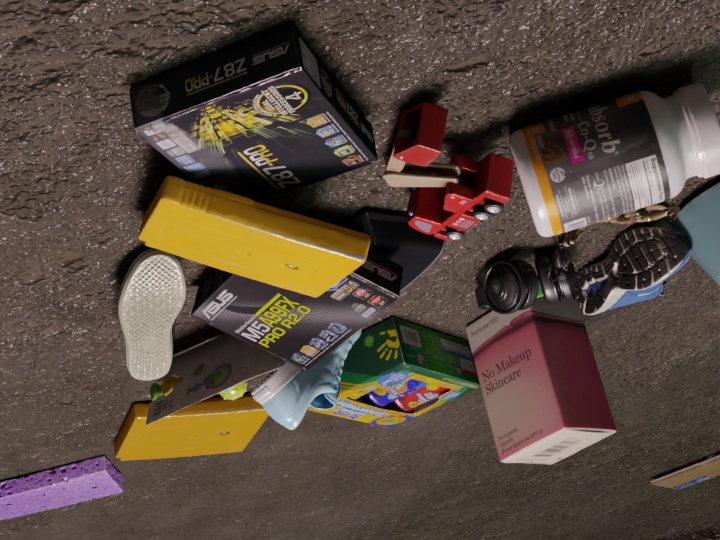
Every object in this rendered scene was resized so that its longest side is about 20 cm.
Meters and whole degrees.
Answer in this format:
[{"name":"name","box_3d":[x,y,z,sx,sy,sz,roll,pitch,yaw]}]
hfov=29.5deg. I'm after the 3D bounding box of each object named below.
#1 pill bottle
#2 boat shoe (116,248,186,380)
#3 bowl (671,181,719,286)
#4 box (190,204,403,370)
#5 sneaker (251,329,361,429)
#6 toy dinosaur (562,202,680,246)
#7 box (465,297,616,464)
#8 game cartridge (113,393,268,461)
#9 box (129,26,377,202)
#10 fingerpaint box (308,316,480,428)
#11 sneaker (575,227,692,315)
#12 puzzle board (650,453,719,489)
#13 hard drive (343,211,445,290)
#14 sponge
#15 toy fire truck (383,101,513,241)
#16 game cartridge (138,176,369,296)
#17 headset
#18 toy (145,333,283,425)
[{"name":"pill bottle","box_3d":[0.259,-0.115,1.383,0.199,0.117,0.116,-18,156,7]},{"name":"boat shoe","box_3d":[-0.235,0.041,1.525,0.074,0.062,0.200,-2,139,-13]},{"name":"bowl","box_3d":[0.495,-0.041,1.673,0.200,0.105,0.201,-15,156,-7]},{"name":"box","box_3d":[-0.073,0.024,1.521,0.160,0.044,0.200,27,139,-22]},{"name":"sneaker","box_3d":[-0.052,0.131,1.699,0.200,0.082,0.074,-39,-177,-42]},{"name":"toy dinosaur","box_3d":[0.319,-0.075,1.599,0.200,0.058,0.101,-13,177,-35]},{"name":"box","box_3d":[0.239,0.145,1.831,0.109,0.201,0.128,8,148,-40]},{"name":"game cartridge","box_3d":[-0.243,0.225,1.961,0.199,0.033,0.176,-1,153,-22]},{"name":"box","box_3d":[-0.092,-0.131,1.239,0.161,0.049,0.200,-16,157,14]},{"name":"fingerpaint box","box_3d":[0.043,0.146,1.885,0.167,0.074,0.200,-27,152,28]},{"name":"sneaker","box_3d":[0.357,-0.005,1.741,0.089,0.079,0.200,-9,165,-29]},{"name":"puzzle board","box_3d":[0.742,0.428,2.948,0.200,0.017,0.151,-27,154,28]},{"name":"hard drive","box_3d":[0.000,0.000,1.581,0.135,0.042,0.200,6,149,-37]},{"name":"sponge","box_3d":[-0.467,0.331,2.067,0.199,0.030,0.112,-13,156,0]},{"name":"toy fire truck","box_3d":[0.076,-0.094,1.388,0.141,0.049,0.200,17,158,-18]},{"name":"game cartridge","box_3d":[-0.109,-0.031,1.335,0.199,0.033,0.176,19,163,-13]},{"name":"headset","box_3d":[0.212,0.000,1.692,0.123,0.094,0.200,-11,171,-17]},{"name":"toy","box_3d":[-0.165,0.126,1.677,0.199,0.115,0.047,-21,124,19]}]
